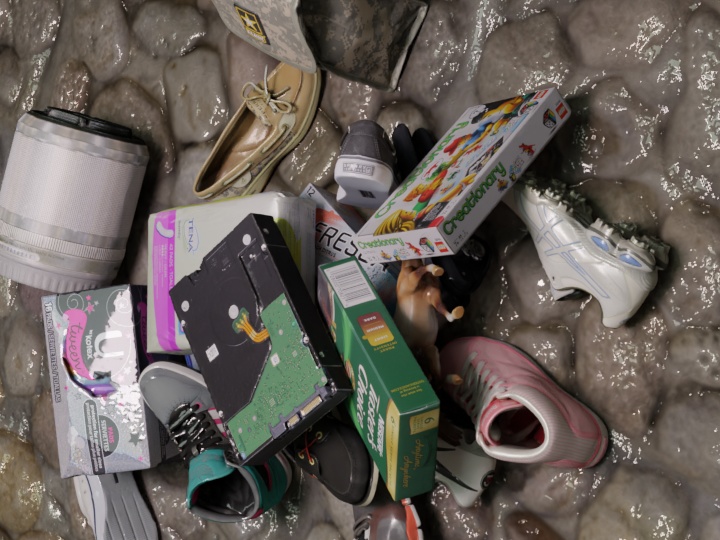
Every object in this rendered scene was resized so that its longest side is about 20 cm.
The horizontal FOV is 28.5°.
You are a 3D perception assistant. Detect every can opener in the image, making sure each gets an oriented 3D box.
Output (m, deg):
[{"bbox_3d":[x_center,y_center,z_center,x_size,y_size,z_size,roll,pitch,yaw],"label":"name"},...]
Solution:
[{"bbox_3d":[0.071,-0.059,1.392,0.078,0.063,0.202,-32,65,33],"label":"can opener"}]

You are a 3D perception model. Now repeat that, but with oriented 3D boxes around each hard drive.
[{"bbox_3d":[-0.098,0.066,1.353,0.140,0.038,0.201,-42,61,30],"label":"hard drive"}]

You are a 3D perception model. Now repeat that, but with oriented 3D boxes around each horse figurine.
[{"bbox_3d":[0.059,0.059,1.303,0.132,0.049,0.202,-148,56,-69],"label":"horse figurine"}]

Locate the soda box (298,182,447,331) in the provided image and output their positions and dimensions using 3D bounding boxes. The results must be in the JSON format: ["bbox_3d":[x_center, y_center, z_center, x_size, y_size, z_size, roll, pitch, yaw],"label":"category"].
[{"bbox_3d":[0.000,0.000,1.438,0.064,0.068,0.200,-50,56,13],"label":"soda box"}]

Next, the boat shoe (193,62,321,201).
[{"bbox_3d":[-0.112,-0.153,1.558,0.073,0.062,0.201,44,112,35],"label":"boat shoe"}]

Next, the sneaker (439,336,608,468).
[{"bbox_3d":[0.125,0.116,1.299,0.200,0.104,0.076,33,106,39],"label":"sneaker"}]

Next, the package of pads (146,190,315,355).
[{"bbox_3d":[-0.134,0.003,1.457,0.199,0.068,0.156,-6,80,37],"label":"package of pads"}]

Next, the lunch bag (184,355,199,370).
[{"bbox_3d":[-0.139,0.052,1.550,0.160,0.075,0.202,-33,64,35],"label":"lunch bag"}]

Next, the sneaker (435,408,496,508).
[{"bbox_3d":[0.044,0.166,1.380,0.199,0.074,0.089,25,99,40],"label":"sneaker"}]

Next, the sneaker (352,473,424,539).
[{"bbox_3d":[0.018,0.277,1.368,0.201,0.081,0.077,65,155,25],"label":"sneaker"}]

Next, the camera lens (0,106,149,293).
[{"bbox_3d":[-0.346,-0.084,1.684,0.159,0.159,0.202,20,97,40],"label":"camera lens"}]

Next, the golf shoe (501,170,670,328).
[{"bbox_3d":[0.181,-0.023,1.291,0.200,0.078,0.098,39,115,38],"label":"golf shoe"}]

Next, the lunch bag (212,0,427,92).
[{"bbox_3d":[-0.059,-0.270,1.440,0.164,0.199,0.118,32,104,37],"label":"lunch bag"}]

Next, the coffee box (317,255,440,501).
[{"bbox_3d":[0.013,0.096,1.296,0.124,0.044,0.201,93,156,-44],"label":"coffee box"}]

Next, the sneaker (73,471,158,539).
[{"bbox_3d":[-0.288,0.288,1.658,0.071,0.072,0.202,-47,52,48],"label":"sneaker"}]

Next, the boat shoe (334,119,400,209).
[{"bbox_3d":[0.008,-0.103,1.382,0.069,0.200,0.067,7,83,9],"label":"boat shoe"}]

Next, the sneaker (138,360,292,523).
[{"bbox_3d":[-0.163,0.187,1.461,0.200,0.121,0.084,42,111,-5],"label":"sneaker"}]

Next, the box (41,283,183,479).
[{"bbox_3d":[-0.267,0.121,1.578,0.114,0.132,0.202,-9,86,15],"label":"box"}]

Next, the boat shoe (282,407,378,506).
[{"bbox_3d":[-0.038,0.176,1.405,0.201,0.063,0.074,39,114,62],"label":"boat shoe"}]

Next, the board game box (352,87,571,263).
[{"bbox_3d":[0.093,-0.086,1.298,0.126,0.035,0.200,-7,36,54],"label":"board game box"}]
